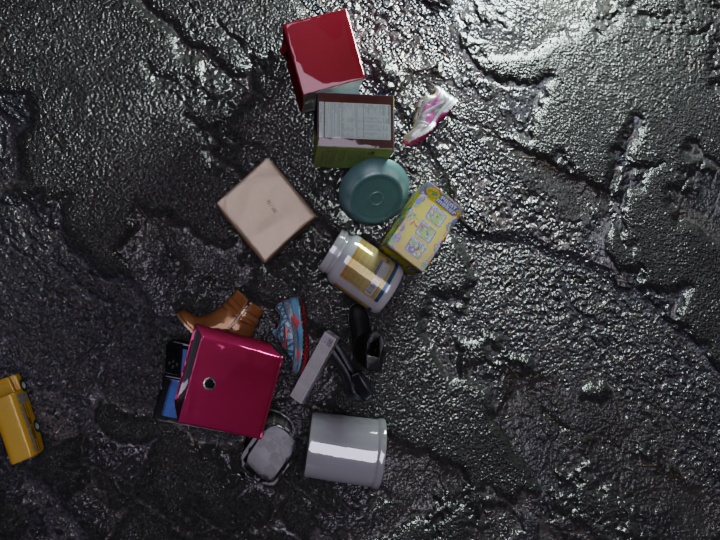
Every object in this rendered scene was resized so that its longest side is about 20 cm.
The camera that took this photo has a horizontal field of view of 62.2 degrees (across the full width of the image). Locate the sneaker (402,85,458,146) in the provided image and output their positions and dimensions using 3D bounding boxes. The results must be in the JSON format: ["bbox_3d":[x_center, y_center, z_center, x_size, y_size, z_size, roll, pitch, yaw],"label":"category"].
[{"bbox_3d":[0.177,-0.427,1.649,0.088,0.081,0.200,43,75,-2],"label":"sneaker"}]

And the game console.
[{"bbox_3d":[-0.412,0.292,1.516,0.194,0.118,0.180,12,120,-7],"label":"game console"}]

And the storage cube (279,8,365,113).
[{"bbox_3d":[-0.101,-0.543,1.568,0.194,0.171,0.185,-17,91,-8],"label":"storage cube"}]

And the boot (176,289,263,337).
[{"bbox_3d":[-0.362,0.117,1.553,0.197,0.077,0.158,34,86,-7],"label":"boot"}]

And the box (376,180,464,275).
[{"bbox_3d":[0.149,-0.105,1.566,0.121,0.200,0.195,35,85,-4],"label":"box"}]

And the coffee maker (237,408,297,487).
[{"bbox_3d":[-0.234,0.463,1.495,0.131,0.200,0.198,14,86,-5],"label":"coffee maker"}]

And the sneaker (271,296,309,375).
[{"bbox_3d":[-0.187,0.175,1.587,0.092,0.079,0.207,-5,83,9],"label":"sneaker"}]

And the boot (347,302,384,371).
[{"bbox_3d":[0.013,0.168,1.537,0.063,0.200,0.171,-9,89,-7],"label":"boot"}]

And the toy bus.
[{"bbox_3d":[-0.855,0.366,1.481,0.063,0.078,0.206,-19,90,-7],"label":"toy bus"}]

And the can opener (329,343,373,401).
[{"bbox_3d":[-0.037,0.263,1.602,0.078,0.063,0.203,-36,82,20],"label":"can opener"}]

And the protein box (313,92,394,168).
[{"bbox_3d":[-0.022,-0.358,1.554,0.193,0.198,0.140,1,85,-7],"label":"protein box"}]

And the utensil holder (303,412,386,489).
[{"bbox_3d":[-0.041,0.459,1.540,0.193,0.170,0.176,9,87,-4],"label":"utensil holder"}]

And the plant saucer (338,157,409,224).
[{"bbox_3d":[0.040,-0.197,1.578,0.193,0.036,0.204,-6,129,-7],"label":"plant saucer"}]

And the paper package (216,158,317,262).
[{"bbox_3d":[-0.245,-0.153,1.568,0.190,0.103,0.201,-41,94,-7],"label":"paper package"}]

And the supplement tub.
[{"bbox_3d":[0.000,0.000,1.571,0.198,0.145,0.147,35,84,-5],"label":"supplement tub"}]

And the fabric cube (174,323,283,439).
[{"bbox_3d":[-0.316,0.258,1.413,0.194,0.199,0.202,17,88,-20],"label":"fabric cube"}]

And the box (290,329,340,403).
[{"bbox_3d":[-0.119,0.253,1.571,0.041,0.039,0.204,30,99,13],"label":"box"}]
